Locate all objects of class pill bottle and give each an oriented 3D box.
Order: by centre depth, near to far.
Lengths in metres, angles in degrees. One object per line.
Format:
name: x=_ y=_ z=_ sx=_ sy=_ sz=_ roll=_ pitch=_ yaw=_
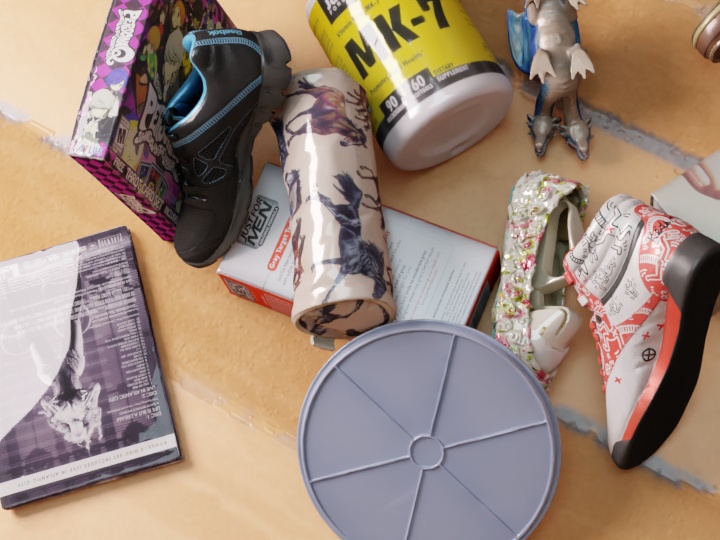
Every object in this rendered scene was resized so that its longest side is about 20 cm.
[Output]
pill bottle: x=0.027 y=-0.191 z=1.394 sx=0.114 sy=0.114 sz=0.201 roll=-30 pitch=72 yaw=-1

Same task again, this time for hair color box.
hair color box: x=0.000 y=0.000 z=1.369 sx=0.199 sy=0.061 sz=0.102 roll=22 pitch=77 yaw=12

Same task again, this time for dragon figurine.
dragon figurine: x=0.148 y=-0.186 z=1.374 sx=0.058 sy=0.099 sz=0.201 roll=-8 pitch=85 yaw=-3

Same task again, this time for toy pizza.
toy pizza: x=0.051 y=0.132 z=1.311 sx=0.199 sy=0.032 sz=0.201 roll=2 pitch=104 yaw=9

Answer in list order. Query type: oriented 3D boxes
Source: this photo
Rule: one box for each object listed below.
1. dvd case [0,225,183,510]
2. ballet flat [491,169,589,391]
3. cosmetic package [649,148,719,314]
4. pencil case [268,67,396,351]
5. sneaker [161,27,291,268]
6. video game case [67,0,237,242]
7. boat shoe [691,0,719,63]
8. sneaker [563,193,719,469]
dvd case: x=-0.235 y=0.077 z=1.403 sx=0.148 sy=0.016 sz=0.201 roll=-16 pitch=72 yaw=2
ballet flat: x=0.139 y=0.016 z=1.335 sx=0.064 sy=0.076 sz=0.201 roll=-5 pitch=72 yaw=36
cosmetic package: x=0.323 y=-0.064 z=1.322 sx=0.199 sy=0.103 sz=0.087 roll=-33 pitch=72 yaw=-4
pencil case: x=-0.023 y=-0.046 z=1.315 sx=0.077 sy=0.089 sz=0.201 roll=1 pitch=70 yaw=-23
sneaker: x=-0.119 y=-0.095 z=1.329 sx=0.082 sy=0.201 sz=0.073 roll=4 pitch=28 yaw=-28
video game case: x=-0.151 y=-0.136 z=1.356 sx=0.036 sy=0.200 sz=0.182 roll=10 pitch=75 yaw=17
boat shoe: x=0.358 y=-0.214 z=1.376 sx=0.199 sy=0.072 sz=0.068 roll=-27 pitch=70 yaw=-3
sneaker: x=0.197 y=0.042 z=1.297 sx=0.067 sy=0.202 sz=0.108 roll=-20 pitch=43 yaw=-40
